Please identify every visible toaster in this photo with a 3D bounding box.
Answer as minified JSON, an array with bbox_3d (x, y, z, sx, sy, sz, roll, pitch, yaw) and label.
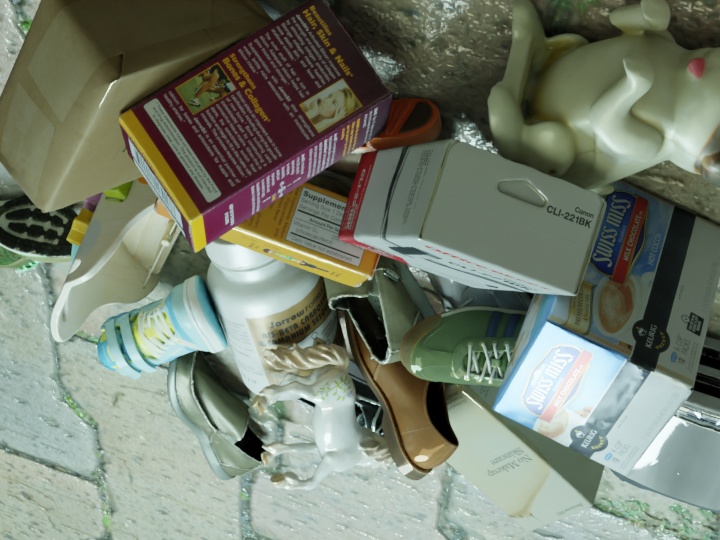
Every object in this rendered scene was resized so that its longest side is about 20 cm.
[{"bbox_3d":[0.314,0.138,1.379,0.199,0.114,0.130,18,134,13],"label":"toaster"}]

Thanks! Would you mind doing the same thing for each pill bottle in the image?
[{"bbox_3d":[-0.088,0.021,1.462,0.114,0.115,0.201,4,133,23],"label":"pill bottle"}]

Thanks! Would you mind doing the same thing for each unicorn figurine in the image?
[{"bbox_3d":[-0.032,0.157,1.461,0.136,0.074,0.201,-14,131,-14],"label":"unicorn figurine"}]

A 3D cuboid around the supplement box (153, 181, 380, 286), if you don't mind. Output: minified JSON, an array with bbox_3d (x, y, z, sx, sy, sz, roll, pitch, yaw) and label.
[{"bbox_3d":[-0.078,-0.050,1.308,0.199,0.069,0.067,23,169,-9],"label":"supplement box"}]

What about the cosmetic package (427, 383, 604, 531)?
[{"bbox_3d":[0.145,0.169,1.523,0.200,0.073,0.103,42,136,-14],"label":"cosmetic package"}]

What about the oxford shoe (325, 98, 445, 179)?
[{"bbox_3d":[-0.017,-0.105,1.336,0.199,0.072,0.073,2,136,25],"label":"oxford shoe"}]

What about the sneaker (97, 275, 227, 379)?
[{"bbox_3d":[-0.205,0.065,1.496,0.200,0.130,0.080,119,131,-81],"label":"sneaker"}]

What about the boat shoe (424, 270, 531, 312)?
[{"bbox_3d":[0.112,0.036,1.408,0.072,0.069,0.200,-15,124,36],"label":"boat shoe"}]

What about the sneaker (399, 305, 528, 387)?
[{"bbox_3d":[0.143,0.074,1.347,0.199,0.090,0.068,-3,106,-20],"label":"sneaker"}]

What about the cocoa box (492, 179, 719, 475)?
[{"bbox_3d":[0.214,0.041,1.265,0.131,0.201,0.134,26,137,1],"label":"cocoa box"}]

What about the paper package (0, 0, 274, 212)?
[{"bbox_3d":[-0.197,-0.165,1.268,0.104,0.190,0.200,53,139,12],"label":"paper package"}]

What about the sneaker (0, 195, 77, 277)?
[{"bbox_3d":[-0.364,-0.030,1.596,0.199,0.077,0.089,8,148,27],"label":"sneaker"}]

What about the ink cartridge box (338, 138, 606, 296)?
[{"bbox_3d":[0.085,-0.041,1.208,0.143,0.084,0.200,19,174,-18],"label":"ink cartridge box"}]

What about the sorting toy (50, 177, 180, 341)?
[{"bbox_3d":[-0.244,-0.022,1.448,0.106,0.181,0.200,30,138,-4],"label":"sorting toy"}]

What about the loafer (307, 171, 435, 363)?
[{"bbox_3d":[0.000,0.000,1.384,0.201,0.070,0.075,57,145,-2],"label":"loafer"}]

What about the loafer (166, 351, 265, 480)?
[{"bbox_3d":[-0.157,0.155,1.670,0.069,0.076,0.201,-8,133,18],"label":"loafer"}]

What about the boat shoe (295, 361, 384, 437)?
[{"bbox_3d":[0.011,0.152,1.574,0.199,0.068,0.074,33,138,-7],"label":"boat shoe"}]

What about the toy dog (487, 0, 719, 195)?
[{"bbox_3d":[0.218,-0.117,1.156,0.199,0.140,0.195,0,132,24],"label":"toy dog"}]

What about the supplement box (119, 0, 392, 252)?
[{"bbox_3d":[-0.085,-0.121,1.230,0.111,0.199,0.086,55,168,11],"label":"supplement box"}]

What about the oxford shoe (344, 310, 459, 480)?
[{"bbox_3d":[0.045,0.098,1.454,0.071,0.071,0.201,-35,69,31],"label":"oxford shoe"}]
